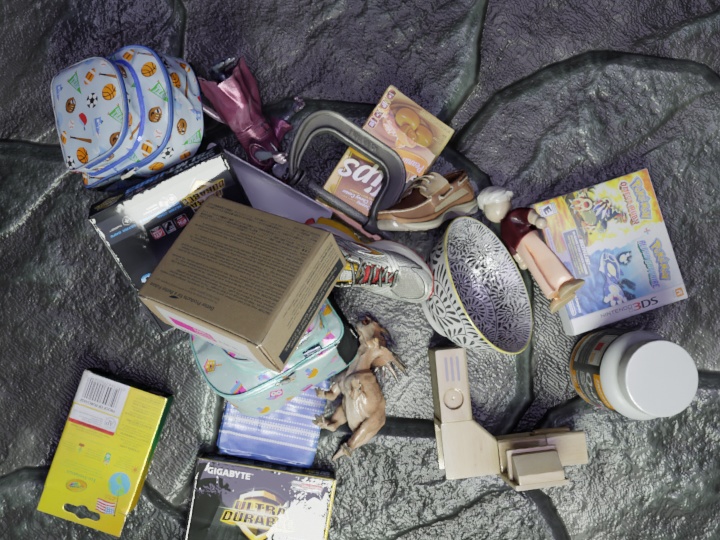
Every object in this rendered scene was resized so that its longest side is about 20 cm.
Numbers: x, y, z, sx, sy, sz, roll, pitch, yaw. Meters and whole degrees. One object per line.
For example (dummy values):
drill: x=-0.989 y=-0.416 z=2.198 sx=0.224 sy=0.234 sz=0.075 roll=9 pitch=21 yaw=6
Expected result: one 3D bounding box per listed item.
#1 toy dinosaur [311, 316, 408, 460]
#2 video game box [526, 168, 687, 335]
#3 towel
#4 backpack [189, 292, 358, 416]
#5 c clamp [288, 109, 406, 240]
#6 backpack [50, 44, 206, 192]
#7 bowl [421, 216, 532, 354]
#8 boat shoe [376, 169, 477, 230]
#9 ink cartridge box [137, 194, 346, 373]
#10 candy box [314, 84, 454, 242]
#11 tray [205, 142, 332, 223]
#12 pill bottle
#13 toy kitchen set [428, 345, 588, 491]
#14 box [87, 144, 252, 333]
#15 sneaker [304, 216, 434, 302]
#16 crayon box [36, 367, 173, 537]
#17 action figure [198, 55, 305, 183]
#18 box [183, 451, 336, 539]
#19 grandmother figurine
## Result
toy dinosaur: x=0.008 y=0.180 z=1.094 sx=0.085 sy=0.135 sz=0.203 roll=17 pitch=112 yaw=38
video game box: x=0.361 y=-0.027 z=1.132 sx=0.180 sy=0.047 sz=0.202 roll=-18 pitch=88 yaw=-5
towel: x=-0.119 y=0.174 z=1.111 sx=0.143 sy=0.024 sz=0.203 roll=12 pitch=87 yaw=-3
backpack: x=-0.126 y=0.086 z=1.026 sx=0.199 sy=0.153 sz=0.177 roll=-36 pitch=61 yaw=4
c clamp: x=-0.020 y=-0.113 z=1.055 sx=0.199 sy=0.027 sz=0.172 roll=37 pitch=83 yaw=-17
backpack: x=-0.308 y=-0.210 z=1.037 sx=0.189 sy=0.154 sz=0.202 roll=-16 pitch=88 yaw=21
bowl: x=0.145 y=0.035 z=1.075 sx=0.094 sy=0.200 sz=0.202 roll=-27 pitch=89 yaw=35
boat shoe: x=0.089 y=-0.099 z=1.065 sx=0.075 sy=0.199 sz=0.073 roll=1 pitch=104 yaw=39
ink cartridge box: x=-0.142 y=0.011 z=0.936 sx=0.198 sy=0.075 sz=0.166 roll=19 pitch=65 yaw=29
candy box: x=0.033 y=-0.149 z=1.116 sx=0.115 sy=0.055 sz=0.201 roll=33 pitch=86 yaw=-3
tray: x=-0.143 y=-0.095 z=1.105 sx=0.199 sy=0.022 sz=0.108 roll=29 pitch=123 yaw=-1
pill bottle: x=0.366 y=0.139 z=1.046 sx=0.115 sy=0.200 sz=0.118 roll=0 pitch=87 yaw=-2
toy kitchen set: x=0.207 y=0.191 z=1.055 sx=0.197 sy=0.163 sz=0.183 roll=-5 pitch=87 yaw=-3
box: x=-0.234 y=-0.041 z=1.059 sx=0.198 sy=0.050 sz=0.200 roll=-26 pitch=119 yaw=-3
sneaker: x=0.000 y=0.000 z=1.012 sx=0.198 sy=0.082 sz=0.079 roll=18 pitch=119 yaw=7
crayon box: x=-0.357 y=0.252 z=1.082 sx=0.126 sy=0.051 sz=0.202 roll=19 pitch=86 yaw=-1
action figure: x=-0.159 y=-0.197 z=1.086 sx=0.148 sy=0.134 sz=0.201 roll=-16 pitch=114 yaw=27
box: x=-0.143 y=0.354 z=1.089 sx=0.197 sy=0.049 sz=0.162 roll=10 pitch=89 yaw=-2
grandmother figurine: x=0.234 y=-0.043 z=1.095 sx=0.060 sy=0.122 sz=0.201 roll=-22 pitch=64 yaw=-28
